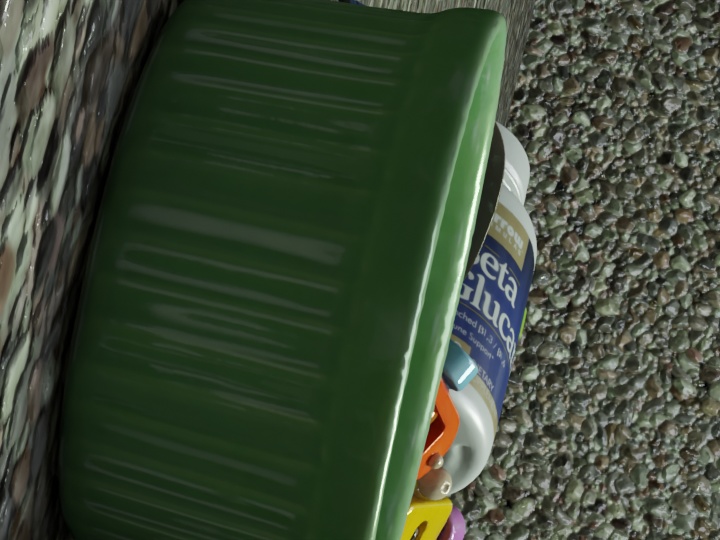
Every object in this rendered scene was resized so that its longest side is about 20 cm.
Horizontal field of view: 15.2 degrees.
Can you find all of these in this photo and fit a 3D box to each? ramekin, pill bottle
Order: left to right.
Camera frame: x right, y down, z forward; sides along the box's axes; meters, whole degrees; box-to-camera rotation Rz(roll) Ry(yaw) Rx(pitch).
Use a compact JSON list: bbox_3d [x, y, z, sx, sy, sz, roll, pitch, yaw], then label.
[{"bbox_3d":[-0.024,0.009,0.828,0.200,0.097,0.202,13,90,-85],"label":"ramekin"},{"bbox_3d":[0.033,0.011,1.414,0.112,0.110,0.201,97,7,-49],"label":"pill bottle"}]

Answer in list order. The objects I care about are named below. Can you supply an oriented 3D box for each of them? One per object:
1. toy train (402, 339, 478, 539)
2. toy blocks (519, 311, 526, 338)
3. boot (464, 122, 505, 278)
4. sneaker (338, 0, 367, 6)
[{"bbox_3d":[-0.025,0.113,1.141,0.200,0.056,0.150,-48,151,-7],"label":"toy train"},{"bbox_3d":[0.063,0.014,2.007,0.137,0.099,0.201,70,30,-59],"label":"toy blocks"},{"bbox_3d":[0.000,0.000,1.183,0.201,0.073,0.076,-60,-171,24],"label":"boot"},{"bbox_3d":[0.018,-0.070,1.223,0.200,0.078,0.076,73,29,-81],"label":"sneaker"}]
